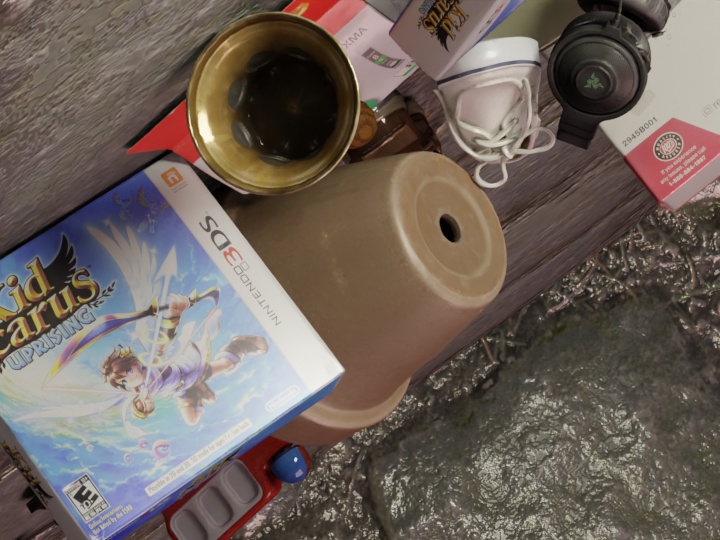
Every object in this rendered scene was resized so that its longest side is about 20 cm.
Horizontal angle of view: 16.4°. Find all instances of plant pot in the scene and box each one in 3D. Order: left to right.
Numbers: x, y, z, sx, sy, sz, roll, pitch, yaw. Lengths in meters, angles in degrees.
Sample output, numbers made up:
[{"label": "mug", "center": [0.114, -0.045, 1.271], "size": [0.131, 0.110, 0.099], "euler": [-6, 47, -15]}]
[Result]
[{"label": "plant pot", "center": [0.000, 0.000, 1.706], "size": [0.174, 0.201, 0.200], "euler": [-28, 179, 39]}]

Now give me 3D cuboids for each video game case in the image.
[{"label": "video game case", "center": [-0.142, 0.050, 1.545], "size": [0.200, 0.181, 0.045], "euler": [-34, 170, -23]}, {"label": "video game case", "center": [0.123, -0.223, 1.499], "size": [0.200, 0.045, 0.181], "euler": [-43, 176, -32]}]

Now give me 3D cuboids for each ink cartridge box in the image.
[{"label": "ink cartridge box", "center": [-0.040, -0.112, 1.566], "size": [0.161, 0.050, 0.200], "euler": [-41, 173, 19]}, {"label": "ink cartridge box", "center": [0.216, -0.166, 1.804], "size": [0.146, 0.200, 0.085], "euler": [-39, 167, 10]}]

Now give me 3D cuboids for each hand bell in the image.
[{"label": "hand bell", "center": [-0.025, -0.095, 1.507], "size": [0.104, 0.104, 0.200], "euler": [-39, 171, 12]}]

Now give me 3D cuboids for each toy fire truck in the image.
[{"label": "toy fire truck", "center": [-0.121, 0.128, 2.091], "size": [0.200, 0.168, 0.112], "euler": [-42, 171, 28]}]

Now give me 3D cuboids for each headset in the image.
[{"label": "headset", "center": [0.180, -0.155, 1.638], "size": [0.200, 0.094, 0.124], "euler": [101, 10, -63]}]

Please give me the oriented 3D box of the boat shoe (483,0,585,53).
[{"label": "boat shoe", "center": [0.148, -0.212, 1.741], "size": [0.200, 0.071, 0.063], "euler": [-42, 174, 3]}]

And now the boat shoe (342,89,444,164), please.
[{"label": "boat shoe", "center": [0.028, -0.085, 1.897], "size": [0.076, 0.072, 0.200], "euler": [-39, 171, 8]}]

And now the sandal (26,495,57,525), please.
[{"label": "sandal", "center": [-0.264, 0.216, 2.379], "size": [0.075, 0.048, 0.200], "euler": [-38, 172, 2]}]

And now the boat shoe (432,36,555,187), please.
[{"label": "boat shoe", "center": [0.091, -0.101, 1.687], "size": [0.074, 0.086, 0.202], "euler": [-11, 173, 3]}]
